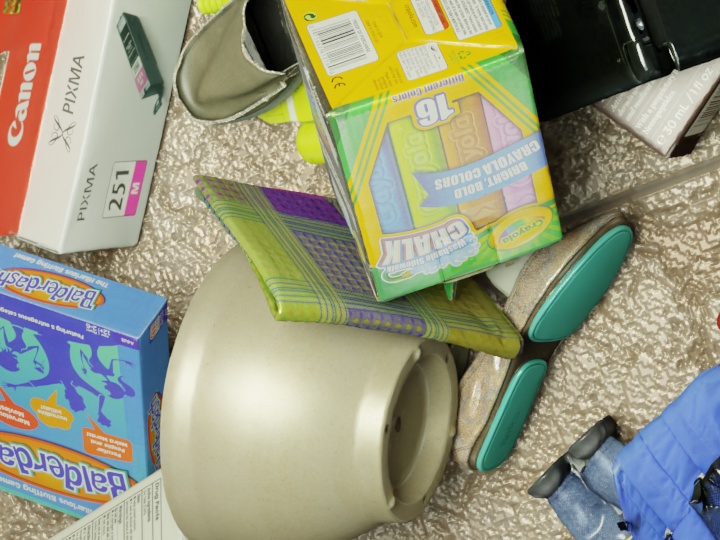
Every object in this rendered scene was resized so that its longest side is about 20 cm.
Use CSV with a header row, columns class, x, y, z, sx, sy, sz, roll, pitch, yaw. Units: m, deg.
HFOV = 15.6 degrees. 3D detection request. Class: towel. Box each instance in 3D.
class,x,y,z,sx,sy,sz,roll,pitch,yaw
towel,0.000,0.000,1.627,0.023,0.199,0.144,-60,43,23

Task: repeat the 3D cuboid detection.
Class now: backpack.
class,x,y,z,sx,sy,sz,roll,pitch,yaw
backpack,0.228,0.159,1.529,0.168,0.200,0.162,-39,126,9

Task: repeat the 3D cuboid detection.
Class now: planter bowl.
class,x,y,z,sx,sy,sz,roll,pitch,yaw
planter bowl,-0.020,0.090,1.659,0.134,0.200,0.201,10,100,24

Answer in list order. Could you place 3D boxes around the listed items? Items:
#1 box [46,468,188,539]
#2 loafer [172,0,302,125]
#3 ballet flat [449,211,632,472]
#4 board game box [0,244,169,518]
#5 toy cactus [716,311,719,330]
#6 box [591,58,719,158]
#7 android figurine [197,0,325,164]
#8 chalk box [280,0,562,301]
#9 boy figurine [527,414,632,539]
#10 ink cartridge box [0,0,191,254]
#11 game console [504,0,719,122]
class,x,y,z,sx,sy,sz,roll,pitch,yaw
box,-0.155,0.238,1.749,0.200,0.128,0.109,-32,129,25
loafer,-0.060,-0.150,1.642,0.200,0.070,0.075,-35,80,42
ballet flat,0.099,0.035,1.690,0.067,0.068,0.201,39,108,29
board game box,-0.200,0.081,1.759,0.151,0.045,0.201,17,136,17
toy cactus,0.316,0.011,1.583,0.165,0.200,0.102,-51,121,-10
box,0.147,-0.168,1.641,0.200,0.075,0.100,37,108,14
android figurine,-0.028,-0.159,1.688,0.199,0.041,0.183,0,105,43
chalk box,0.043,-0.073,1.576,0.123,0.125,0.201,-19,134,-2
boy figurine,0.202,0.182,1.670,0.200,0.064,0.124,45,108,9
ink cartridge box,-0.188,-0.110,1.713,0.043,0.173,0.201,19,103,26
game console,0.158,-0.212,1.585,0.176,0.116,0.201,-20,89,51
